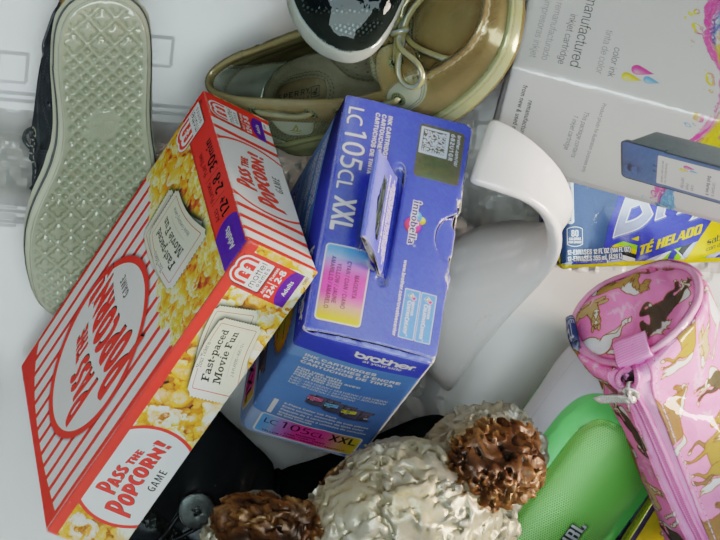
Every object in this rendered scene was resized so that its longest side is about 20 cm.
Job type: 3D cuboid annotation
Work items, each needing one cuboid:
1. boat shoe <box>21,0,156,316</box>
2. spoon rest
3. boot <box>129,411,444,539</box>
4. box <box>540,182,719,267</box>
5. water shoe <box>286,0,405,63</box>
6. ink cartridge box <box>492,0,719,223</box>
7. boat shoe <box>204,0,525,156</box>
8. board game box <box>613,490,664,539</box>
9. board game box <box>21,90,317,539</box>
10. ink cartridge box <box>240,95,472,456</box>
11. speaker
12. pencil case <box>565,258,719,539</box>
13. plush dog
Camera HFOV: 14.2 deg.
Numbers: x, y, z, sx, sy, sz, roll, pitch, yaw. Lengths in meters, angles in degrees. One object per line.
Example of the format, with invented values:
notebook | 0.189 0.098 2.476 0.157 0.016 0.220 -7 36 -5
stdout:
boat shoe | -0.147 -0.068 1.590 0.074 0.062 0.201 0 116 -11
spoon rest | 0.073 -0.004 1.565 0.060 0.200 0.100 19 60 2
boot | -0.055 0.111 1.625 0.200 0.076 0.168 -42 106 9
box | 0.202 -0.041 1.619 0.198 0.070 0.065 -3 99 -6
water shoe | 0.009 -0.203 1.452 0.071 0.079 0.201 13 96 -9
ink cartridge box | 0.182 -0.110 1.549 0.199 0.088 0.146 17 55 2
boat shoe | 0.002 -0.112 1.535 0.063 0.200 0.074 23 66 -38
board game box | 0.236 0.158 1.679 0.165 0.057 0.201 31 96 -9
board game box | -0.105 0.028 1.529 0.046 0.152 0.200 24 114 -26
ink cartridge box | 0.000 0.000 1.528 0.076 0.200 0.137 14 67 -11
speaker | 0.104 0.133 1.644 0.088 0.088 0.201 34 96 -12
pencil case | 0.178 0.092 1.562 0.086 0.083 0.201 -34 124 -12
plush dog | 0.018 0.145 1.493 0.199 0.172 0.161 -21 63 -2
